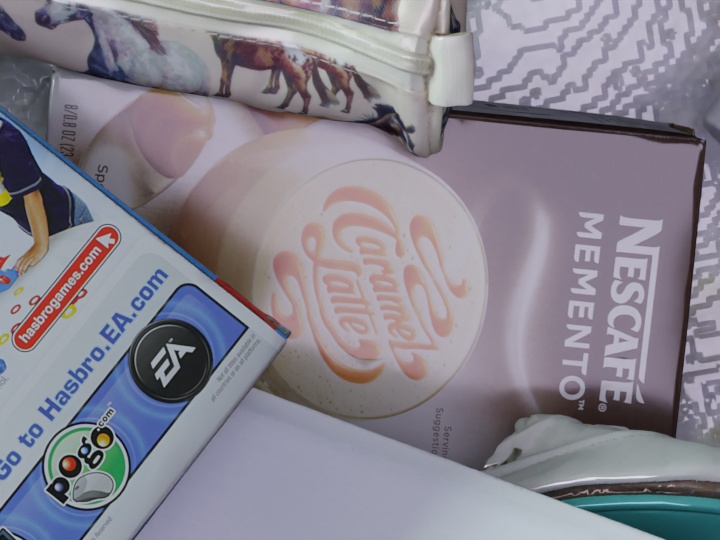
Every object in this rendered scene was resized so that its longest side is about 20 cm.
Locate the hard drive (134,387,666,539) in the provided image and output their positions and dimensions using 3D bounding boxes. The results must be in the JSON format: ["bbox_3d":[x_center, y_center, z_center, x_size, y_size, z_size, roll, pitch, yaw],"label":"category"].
[{"bbox_3d":[-0.017,0.105,0.804,0.199,0.027,0.132,19,66,16],"label":"hard drive"}]

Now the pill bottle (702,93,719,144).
[{"bbox_3d":[0.197,-0.101,0.915,0.111,0.111,0.200,37,92,-4],"label":"pill bottle"}]

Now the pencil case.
[{"bbox_3d":[-0.061,-0.087,0.858,0.199,0.090,0.078,12,120,3],"label":"pencil case"}]

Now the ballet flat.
[{"bbox_3d":[0.034,0.075,0.868,0.199,0.069,0.070,-14,95,2],"label":"ballet flat"}]

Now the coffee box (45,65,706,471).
[{"bbox_3d":[0.000,0.000,0.930,0.199,0.080,0.115,5,95,-3],"label":"coffee box"}]

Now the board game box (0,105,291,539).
[{"bbox_3d":[-0.156,0.037,0.772,0.196,0.056,0.200,39,72,0],"label":"board game box"}]
